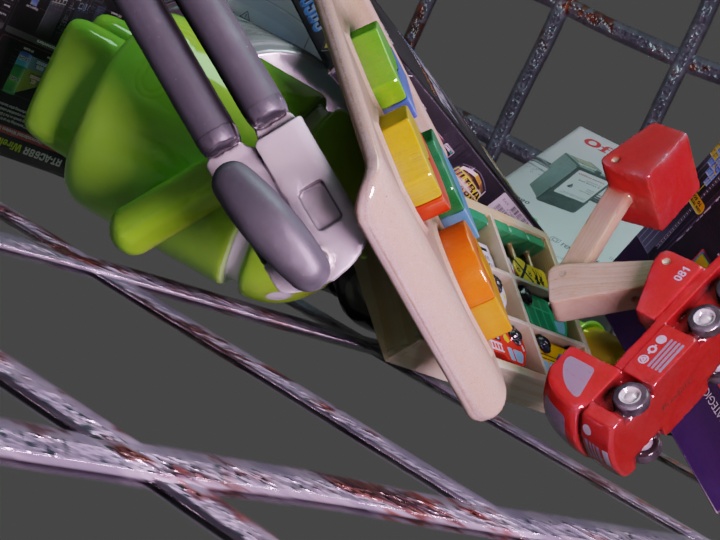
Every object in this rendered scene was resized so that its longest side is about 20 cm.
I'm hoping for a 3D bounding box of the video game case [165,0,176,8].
[{"bbox_3d":[-0.179,-0.170,1.447,0.182,0.199,0.022,-48,118,-78],"label":"video game case"}]

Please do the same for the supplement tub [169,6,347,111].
[{"bbox_3d":[-0.091,-0.105,1.479,0.132,0.132,0.200,24,6,-24],"label":"supplement tub"}]

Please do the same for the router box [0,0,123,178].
[{"bbox_3d":[-0.213,-0.150,1.209,0.062,0.150,0.200,30,6,38],"label":"router box"}]

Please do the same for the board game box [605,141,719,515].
[{"bbox_3d":[0.237,0.024,1.270,0.057,0.165,0.200,23,28,-37],"label":"board game box"}]

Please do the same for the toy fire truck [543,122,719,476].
[{"bbox_3d":[0.157,0.014,1.230,0.141,0.200,0.049,29,-27,39],"label":"toy fire truck"}]

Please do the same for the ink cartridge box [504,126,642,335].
[{"bbox_3d":[0.163,-0.013,1.578,0.146,0.084,0.200,29,36,21],"label":"ink cartridge box"}]

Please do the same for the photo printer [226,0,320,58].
[{"bbox_3d":[-0.097,-0.158,1.630,0.166,0.200,0.070,25,37,-1],"label":"photo printer"}]

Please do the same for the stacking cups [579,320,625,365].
[{"bbox_3d":[0.095,0.037,1.413,0.200,0.061,0.060,26,4,32],"label":"stacking cups"}]

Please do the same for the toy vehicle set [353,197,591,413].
[{"bbox_3d":[0.065,0.013,1.268,0.200,0.026,0.125,20,45,-50],"label":"toy vehicle set"}]

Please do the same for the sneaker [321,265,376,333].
[{"bbox_3d":[0.000,0.000,1.335,0.079,0.076,0.200,-4,9,9],"label":"sneaker"}]

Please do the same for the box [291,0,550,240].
[{"bbox_3d":[0.031,-0.113,1.449,0.199,0.050,0.200,51,6,-29],"label":"box"}]

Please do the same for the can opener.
[{"bbox_3d":[-0.064,-0.080,1.038,0.201,0.053,0.067,59,3,6],"label":"can opener"}]

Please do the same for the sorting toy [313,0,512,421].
[{"bbox_3d":[0.030,-0.048,1.127,0.201,0.036,0.185,-100,166,-45],"label":"sorting toy"}]

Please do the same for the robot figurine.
[{"bbox_3d":[-0.077,-0.060,1.156,0.199,0.116,0.175,29,13,5],"label":"robot figurine"}]
